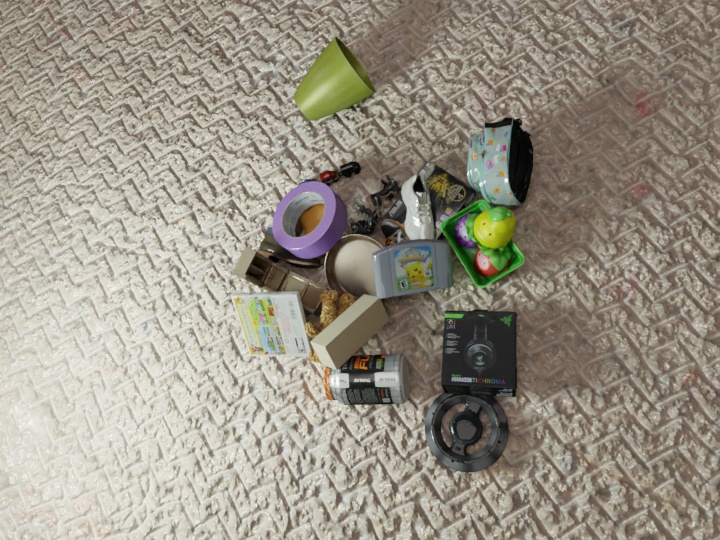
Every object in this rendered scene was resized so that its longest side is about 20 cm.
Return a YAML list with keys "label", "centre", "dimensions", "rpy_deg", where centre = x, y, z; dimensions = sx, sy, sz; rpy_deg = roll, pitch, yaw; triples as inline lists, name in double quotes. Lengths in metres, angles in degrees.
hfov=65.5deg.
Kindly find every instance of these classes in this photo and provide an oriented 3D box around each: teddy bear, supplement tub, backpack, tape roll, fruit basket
- label: "teddy bear"
  centre: [-0.071, 0.150, 1.455]
  dimensions: [0.067, 0.145, 0.201]
  rpy_deg: [8, 67, 58]
- label: "supplement tub"
  centre: [0.016, 0.272, 1.392]
  dimensions: [0.199, 0.123, 0.123]
  rpy_deg: [-5, 74, 12]
- label: "backpack"
  centre: [0.357, -0.261, 1.426]
  dimensions: [0.153, 0.176, 0.201]
  rpy_deg: [-9, 71, 29]
- label: "tape roll"
  centre: [-0.137, -0.135, 1.495]
  dimensions: [0.199, 0.066, 0.201]
  rpy_deg: [-13, 61, 25]
- label: "fruit basket"
  centre: [0.306, -0.076, 1.373]
  dimensions: [0.155, 0.216, 0.216]
  rpy_deg: [-31, 70, 4]

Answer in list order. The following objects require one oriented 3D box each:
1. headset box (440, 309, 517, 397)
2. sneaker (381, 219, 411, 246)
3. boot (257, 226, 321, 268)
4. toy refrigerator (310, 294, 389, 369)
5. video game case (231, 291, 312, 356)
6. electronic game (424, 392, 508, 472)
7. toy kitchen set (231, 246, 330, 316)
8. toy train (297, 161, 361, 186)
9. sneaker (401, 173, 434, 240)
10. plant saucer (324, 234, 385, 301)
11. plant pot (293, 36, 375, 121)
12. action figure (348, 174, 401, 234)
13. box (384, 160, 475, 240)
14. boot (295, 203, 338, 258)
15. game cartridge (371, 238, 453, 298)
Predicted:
- label: "headset box"
  centre: [0.288, 0.193, 1.348]
  dimensions: [0.173, 0.093, 0.201]
  rpy_deg: [1, 65, 15]
- label: "sneaker"
  centre: [0.101, -0.048, 1.470]
  dimensions: [0.077, 0.078, 0.200]
  rpy_deg: [-21, 69, -20]
- label: "boot"
  centre: [-0.195, -0.065, 1.563]
  dimensions: [0.199, 0.075, 0.097]
  rpy_deg: [10, 81, 19]
- label: "toy refrigerator"
  centre: [-0.026, 0.151, 1.408]
  dimensions: [0.200, 0.076, 0.070]
  rpy_deg: [-41, 30, -29]
- label: "video game case"
  centre: [-0.229, 0.144, 1.471]
  dimensions: [0.181, 0.201, 0.023]
  rpy_deg: [-2, 32, 14]
- label: "electronic game"
  centre: [0.254, 0.379, 1.344]
  dimensions: [0.199, 0.042, 0.201]
  rpy_deg: [-6, 65, 13]
- label: "toy kitchen set"
  centre: [-0.222, 0.069, 1.476]
  dimensions: [0.199, 0.180, 0.164]
  rpy_deg: [23, 83, 23]
- label: "toy train"
  centre: [-0.094, -0.266, 1.607]
  dimensions: [0.199, 0.046, 0.034]
  rpy_deg: [-21, 71, 8]
- label: "sneaker"
  centre: [0.150, -0.155, 1.436]
  dimensions: [0.074, 0.087, 0.201]
  rpy_deg: [-9, 75, -12]
- label: "plant saucer"
  centre: [0.000, 0.000, 1.480]
  dimensions: [0.199, 0.032, 0.201]
  rpy_deg: [7, 108, 21]
- label: "plant pot"
  centre: [-0.090, -0.532, 1.625]
  dimensions: [0.200, 0.187, 0.188]
  rpy_deg: [-34, 69, 19]
- label: "action figure"
  centre: [0.018, -0.166, 1.518]
  dimensions: [0.102, 0.119, 0.200]
  rpy_deg: [39, 79, -13]
- label: "box"
  centre: [0.188, -0.174, 1.509]
  dimensions: [0.161, 0.049, 0.200]
  rpy_deg: [38, 88, 22]
- label: "boot"
  centre: [-0.103, -0.137, 1.558]
  dimensions: [0.201, 0.071, 0.144]
  rpy_deg: [36, 93, 26]
- label: "game cartridge"
  centre: [0.131, -0.009, 1.402]
  dimensions: [0.199, 0.040, 0.134]
  rpy_deg: [-10, 103, -5]
